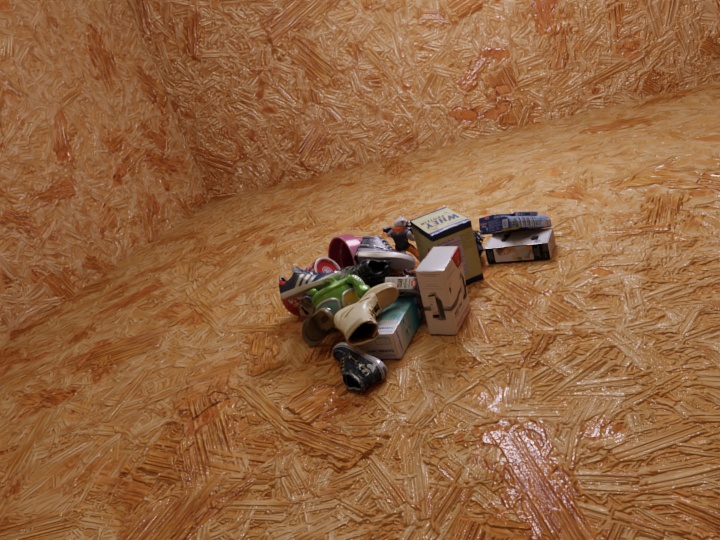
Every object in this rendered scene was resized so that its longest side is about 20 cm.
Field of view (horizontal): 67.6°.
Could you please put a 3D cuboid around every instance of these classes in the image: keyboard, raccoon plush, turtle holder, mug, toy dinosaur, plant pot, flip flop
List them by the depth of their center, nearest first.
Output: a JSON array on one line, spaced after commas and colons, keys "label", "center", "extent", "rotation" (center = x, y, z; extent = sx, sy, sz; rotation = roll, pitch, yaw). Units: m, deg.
[{"label": "flip flop", "center": [-0.127, 0.168, 1.541], "extent": [0.058, 0.081, 0.200], "rotation": [-46, 1, -37]}, {"label": "turtle holder", "center": [-0.048, 0.086, 1.567], "extent": [0.185, 0.132, 0.141], "rotation": [-27, -13, 8]}, {"label": "raccoon plush", "center": [-0.098, 0.103, 1.688], "extent": [0.200, 0.134, 0.097], "rotation": [-29, 23, -23]}, {"label": "toy dinosaur", "center": [0.116, 0.006, 1.770], "extent": [0.200, 0.102, 0.136], "rotation": [20, 6, -35]}, {"label": "mug", "center": [-0.143, 0.044, 1.774], "extent": [0.177, 0.134, 0.200], "rotation": [-20, -14, -46]}, {"label": "keyboard", "center": [0.374, -0.091, 1.819], "extent": [0.040, 0.104, 0.200], "rotation": [22, 22, -8]}, {"label": "plant pot", "center": [0.008, -0.037, 1.886], "extent": [0.179, 0.201, 0.200], "rotation": [-13, 17, -29]}]

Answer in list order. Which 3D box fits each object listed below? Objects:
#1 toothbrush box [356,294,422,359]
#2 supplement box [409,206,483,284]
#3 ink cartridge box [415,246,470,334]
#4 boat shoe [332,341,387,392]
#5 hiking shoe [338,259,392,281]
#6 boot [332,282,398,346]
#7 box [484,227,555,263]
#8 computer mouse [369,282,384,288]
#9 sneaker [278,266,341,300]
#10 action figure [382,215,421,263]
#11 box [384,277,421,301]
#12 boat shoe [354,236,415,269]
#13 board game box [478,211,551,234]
[{"label": "toothbrush box", "center": [0.070, 0.157, 1.502], "extent": [0.146, 0.086, 0.200], "rotation": [-6, 27, 30]}, {"label": "supplement box", "center": [0.272, -0.070, 1.716], "extent": [0.134, 0.200, 0.200], "rotation": [-21, 23, -8]}, {"label": "ink cartridge box", "center": [0.229, 0.054, 1.466], "extent": [0.083, 0.201, 0.147], "rotation": [-1, 28, 30]}, {"label": "boat shoe", "center": [-0.029, 0.247, 1.386], "extent": [0.091, 0.071, 0.200], "rotation": [-28, 26, -33]}, {"label": "hiking shoe", "center": [0.000, 0.000, 1.661], "extent": [0.199, 0.101, 0.076], "rotation": [-14, 64, -9]}, {"label": "boot", "center": [0.032, 0.114, 1.414], "extent": [0.200, 0.073, 0.155], "rotation": [-29, 20, -6]}, {"label": "box", "center": [0.514, -0.079, 1.732], "extent": [0.199, 0.060, 0.117], "rotation": [-4, 26, 30]}, {"label": "computer mouse", "center": [0.056, 0.057, 1.681], "extent": [0.140, 0.046, 0.200], "rotation": [-22, -5, 37]}, {"label": "sneaker", "center": [-0.157, 0.019, 1.610], "extent": [0.199, 0.085, 0.075], "rotation": [-20, -12, 9]}, {"label": "action figure", "center": [0.172, -0.098, 1.866], "extent": [0.199, 0.194, 0.105], "rotation": [-8, 25, 24]}, {"label": "box", "center": [0.167, 0.057, 1.559], "extent": [0.110, 0.035, 0.200], "rotation": [-1, -14, 37]}, {"label": "boat shoe", "center": [0.084, -0.064, 1.732], "extent": [0.199, 0.075, 0.093], "rotation": [7, 58, 12]}, {"label": "board game box", "center": [0.532, -0.161, 1.790], "extent": [0.199, 0.062, 0.200], "rotation": [-4, -1, -17]}]
